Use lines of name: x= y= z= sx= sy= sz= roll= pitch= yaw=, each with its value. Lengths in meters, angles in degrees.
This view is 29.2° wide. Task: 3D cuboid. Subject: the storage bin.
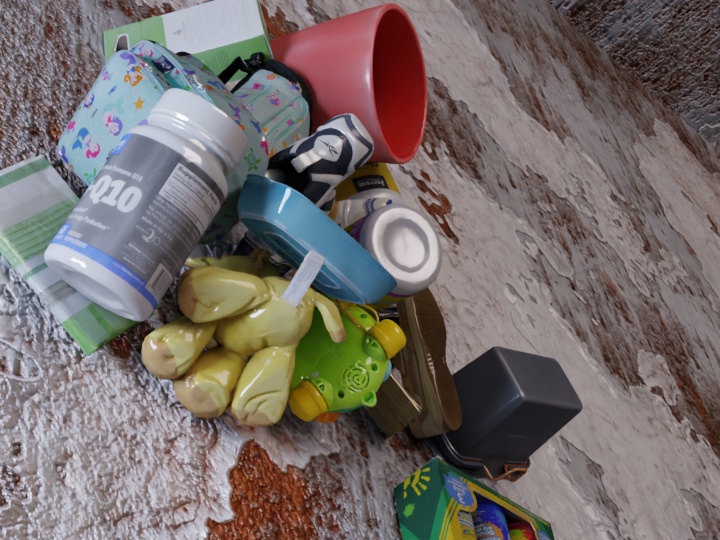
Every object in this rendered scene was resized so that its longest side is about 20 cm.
storage bin: x=0.182 y=0.178 z=1.727 sx=0.200 sy=0.134 sz=0.146 roll=14 pitch=42 yaw=-51

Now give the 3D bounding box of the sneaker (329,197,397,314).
sneaker: x=0.034 y=-0.014 z=1.708 sx=0.200 sy=0.088 sz=0.075 roll=55 pitch=32 yaw=-47

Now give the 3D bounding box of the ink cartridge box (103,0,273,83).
ink cartridge box: x=-0.213 y=-0.274 z=1.714 sx=0.104 sy=0.200 sz=0.059 roll=-104 pitch=179 yaw=-46

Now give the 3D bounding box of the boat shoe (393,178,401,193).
boat shoe: x=0.033 y=-0.082 z=1.926 sx=0.062 sy=0.075 sz=0.200 roll=34 pitch=27 yaw=-33

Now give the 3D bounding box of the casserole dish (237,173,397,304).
casserole dish: x=-0.049 y=-0.024 z=1.399 sx=0.200 sy=0.039 sz=0.121 roll=43 pitch=-18 yaw=-30

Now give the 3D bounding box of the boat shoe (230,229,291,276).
boat shoe: x=-0.114 y=-0.013 z=1.592 sx=0.072 sy=0.068 sz=0.200 roll=41 pitch=3 yaw=-1

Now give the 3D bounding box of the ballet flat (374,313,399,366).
ballet flat: x=0.033 y=0.083 z=1.707 sx=0.066 sy=0.057 sz=0.200 roll=55 pitch=25 yaw=12

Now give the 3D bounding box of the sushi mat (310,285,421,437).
sushi mat: x=-0.009 y=0.100 z=1.582 sx=0.012 sy=0.096 sz=0.200 roll=-36 pitch=84 yaw=-34

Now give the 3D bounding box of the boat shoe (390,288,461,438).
boat shoe: x=0.065 y=0.102 z=1.665 sx=0.071 sy=0.064 sz=0.200 roll=13 pitch=62 yaw=-56

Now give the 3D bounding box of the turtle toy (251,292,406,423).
turtle toy: x=-0.047 y=0.083 z=1.500 sx=0.200 sy=0.146 sz=0.101 roll=45 pitch=-16 yaw=29

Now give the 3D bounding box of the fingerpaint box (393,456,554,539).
fingerpaint box: x=0.141 y=0.322 z=1.520 sx=0.200 sy=0.073 sz=0.167 roll=34 pitch=28 yaw=-31

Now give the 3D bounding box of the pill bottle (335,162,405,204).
pill bottle: x=-0.005 y=-0.096 z=1.836 sx=0.112 sy=0.112 sz=0.200 roll=21 pitch=36 yaw=-47

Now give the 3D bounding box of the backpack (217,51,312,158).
backpack: x=-0.136 y=-0.146 z=1.628 sx=0.127 sy=0.167 sz=0.200 roll=20 pitch=35 yaw=15

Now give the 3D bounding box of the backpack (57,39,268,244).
backpack: x=-0.202 y=-0.127 z=1.444 sx=0.200 sy=0.178 sz=0.151 roll=44 pitch=19 yaw=20

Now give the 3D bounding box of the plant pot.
plant pot: x=-0.030 y=-0.230 z=1.756 sx=0.200 sy=0.177 sz=0.201 roll=-2 pitch=90 yaw=-68

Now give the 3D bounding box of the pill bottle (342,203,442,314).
pill bottle: x=0.000 y=0.000 z=1.590 sx=0.104 sy=0.200 sz=0.104 roll=11 pitch=68 yaw=-29

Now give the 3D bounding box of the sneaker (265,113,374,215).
sneaker: x=-0.080 y=-0.084 z=1.506 sx=0.130 sy=0.199 sz=0.080 roll=-30 pitch=86 yaw=-41

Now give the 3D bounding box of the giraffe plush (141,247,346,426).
giraffe plush: x=-0.123 y=0.040 z=1.400 sx=0.173 sy=0.200 sz=0.162 roll=47 pitch=-1 yaw=-22

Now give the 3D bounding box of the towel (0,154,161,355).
towel: x=-0.294 y=-0.015 z=1.345 sx=0.200 sy=0.031 sz=0.149 roll=51 pitch=27 yaw=0

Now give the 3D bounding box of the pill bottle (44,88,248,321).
pill bottle: x=-0.195 y=-0.063 z=1.289 sx=0.114 sy=0.200 sz=0.114 roll=28 pitch=-17 yaw=9
